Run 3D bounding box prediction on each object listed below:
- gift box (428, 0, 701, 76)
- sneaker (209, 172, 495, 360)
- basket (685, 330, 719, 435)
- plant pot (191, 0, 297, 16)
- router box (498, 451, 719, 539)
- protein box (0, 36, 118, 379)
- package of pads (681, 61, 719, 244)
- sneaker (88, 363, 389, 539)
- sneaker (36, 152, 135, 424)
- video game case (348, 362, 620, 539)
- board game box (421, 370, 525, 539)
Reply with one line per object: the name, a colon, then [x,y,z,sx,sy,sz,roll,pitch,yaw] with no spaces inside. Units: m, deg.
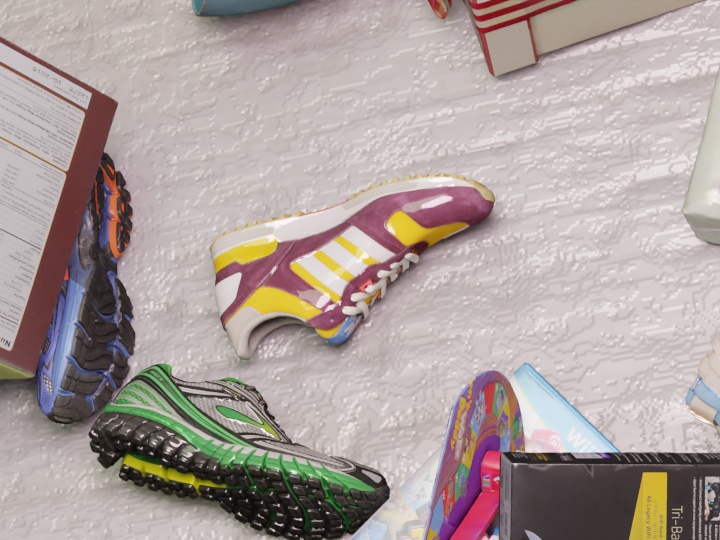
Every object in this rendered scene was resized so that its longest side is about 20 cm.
gift box: [0.114,-0.259,1.685,0.186,0.185,0.200,-19,60,1]
sneaker: [0.000,0.000,1.683,0.199,0.075,0.090,-17,73,19]
basket: [0.299,0.036,1.506,0.176,0.139,0.200,44,113,18]
plant pot: [-0.042,-0.271,1.749,0.134,0.200,0.201,2,67,-10]
router box: [0.157,0.204,1.456,0.157,0.052,0.201,1,93,-4]
protein box: [-0.296,-0.042,1.720,0.198,0.135,0.201,-3,65,48]
package of pads: [0.316,-0.085,1.604,0.199,0.068,0.155,10,74,21]
sneaker: [-0.072,0.110,1.656,0.199,0.078,0.085,20,56,15]
sneaker: [-0.202,0.015,1.749,0.078,0.075,0.201,-14,57,23]
video game case: [0.083,0.175,1.602,0.200,0.018,0.143,-45,67,-2]
board game box: [0.080,0.160,1.511,0.039,0.158,0.201,8,75,21]
